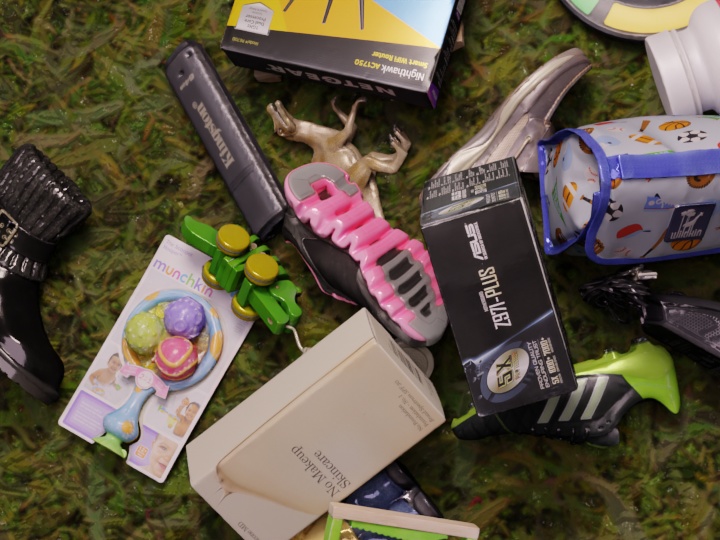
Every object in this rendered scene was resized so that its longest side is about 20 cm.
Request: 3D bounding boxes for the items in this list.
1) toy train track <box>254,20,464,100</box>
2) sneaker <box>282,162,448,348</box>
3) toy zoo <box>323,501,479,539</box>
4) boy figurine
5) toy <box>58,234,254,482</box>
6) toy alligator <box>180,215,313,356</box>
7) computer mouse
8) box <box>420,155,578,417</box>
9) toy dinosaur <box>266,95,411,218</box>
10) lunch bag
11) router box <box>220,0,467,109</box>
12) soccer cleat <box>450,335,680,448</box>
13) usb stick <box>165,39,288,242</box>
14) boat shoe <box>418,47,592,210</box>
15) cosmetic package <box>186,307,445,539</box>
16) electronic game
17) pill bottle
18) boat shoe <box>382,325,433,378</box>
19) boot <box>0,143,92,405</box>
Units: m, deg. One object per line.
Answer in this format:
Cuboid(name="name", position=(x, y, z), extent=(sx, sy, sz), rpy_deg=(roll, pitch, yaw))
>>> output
Cuboid(name="toy train track", position=(0.000, -0.197, 1.714), extent=(0.199, 0.033, 0.115), rpy_deg=(-8, 68, 16))
Cuboid(name="sneaker", position=(0.000, 0.000, 1.629), extent=(0.079, 0.096, 0.200), rpy_deg=(-24, 63, -36))
Cuboid(name="toy zoo", position=(0.019, 0.303, 1.571), extent=(0.130, 0.020, 0.201), rpy_deg=(11, 94, -13))
Cuboid(name="boy figurine", position=(-0.019, 0.255, 1.607), extent=(0.200, 0.064, 0.124), rpy_deg=(-43, 75, 0))
Cuboid(name="toy", position=(-0.180, 0.075, 1.682), extent=(0.115, 0.047, 0.201), rpy_deg=(27, 85, 13))
Cuboid(name="toy alligator", position=(-0.081, 0.016, 1.660), extent=(0.054, 0.059, 0.200), rpy_deg=(-28, 64, -40))
Cuboid(name="computer mouse", position=(0.288, 0.044, 1.565), extent=(0.199, 0.138, 0.053), rpy_deg=(30, 81, -5))
Cuboid(name="box", position=(0.112, 0.009, 1.541), extent=(0.086, 0.200, 0.165), rpy_deg=(-16, 102, 6))
Cuboid(name="toy dinosaur", position=(0.000, -0.087, 1.691), extent=(0.101, 0.058, 0.200), rpy_deg=(-41, 76, 17))
Cuboid(name="lunch bag", position=(0.248, -0.069, 1.535), extent=(0.169, 0.200, 0.125), rpy_deg=(-5, 85, -9))
Cuboid(name="router box", position=(-0.008, -0.239, 1.673), extent=(0.199, 0.051, 0.150), rpy_deg=(13, 79, 16))
Cuboid(name="soccer cleat", position=(0.177, 0.121, 1.602), extent=(0.199, 0.068, 0.082), rpy_deg=(-19, 86, 5))
Cuboid(name="usb stick", position=(-0.121, -0.120, 1.712), extent=(0.032, 0.055, 0.201), rpy_deg=(-16, 70, -38))
Cuboid(name="boat shoe", position=(0.139, -0.110, 1.659), extent=(0.073, 0.074, 0.200), rpy_deg=(44, 95, 0))
Cuboid(name="cosmetic package", position=(-0.039, 0.137, 1.575), extent=(0.200, 0.073, 0.104), rpy_deg=(-39, 114, 9))
Cuboid(name="electronic game", position=(0.261, -0.302, 1.686), extent=(0.199, 0.042, 0.201), rpy_deg=(-2, 78, 10))
Cuboid(name="pill bottle", position=(0.353, -0.195, 1.611), extent=(0.199, 0.109, 0.109), rpy_deg=(-19, 76, 5))
Cuboid(name="boat shoe", position=(-0.025, 0.117, 1.646), extent=(0.200, 0.072, 0.068), rpy_deg=(-39, 37, 7))
Cuboid(name="boot", position=(-0.297, 0.001, 1.702), extent=(0.158, 0.079, 0.211), rpy_deg=(-40, 74, 0))
